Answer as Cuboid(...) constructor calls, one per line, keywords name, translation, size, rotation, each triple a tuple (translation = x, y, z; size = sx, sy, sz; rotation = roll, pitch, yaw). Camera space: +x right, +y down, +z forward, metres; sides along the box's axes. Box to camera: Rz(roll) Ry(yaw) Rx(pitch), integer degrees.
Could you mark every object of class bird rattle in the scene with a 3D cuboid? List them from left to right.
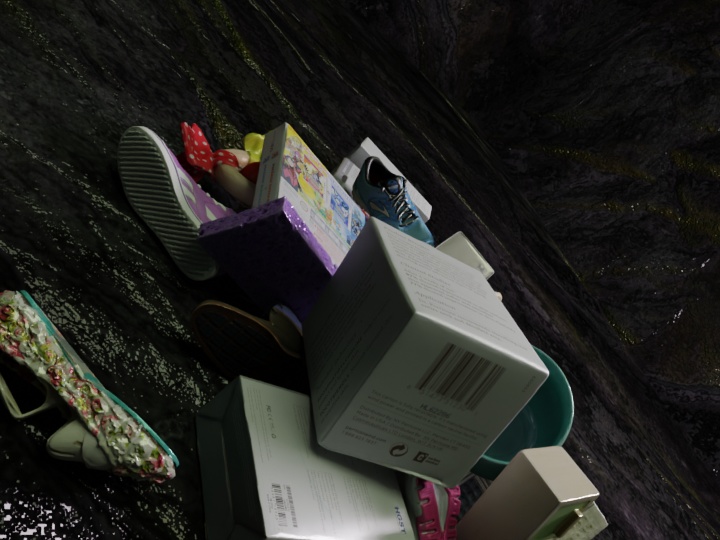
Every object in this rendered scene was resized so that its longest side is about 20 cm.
Cuboid(name="bird rattle", translation=(-0.154, -0.137, 0.861), size=(0.163, 0.113, 0.200), rotation=(38, 15, 19))

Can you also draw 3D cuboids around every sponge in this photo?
Cuboid(name="sponge", translation=(-0.087, 0.002, 0.735), size=(0.200, 0.111, 0.030), rotation=(55, 26, -42))

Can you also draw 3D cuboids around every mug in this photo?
Cuboid(name="mug", translation=(0.172, 0.163, 0.773), size=(0.115, 0.151, 0.186), rotation=(83, 9, -57))

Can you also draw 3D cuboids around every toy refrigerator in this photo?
Cuboid(name="toy refrigerator", translation=(0.156, 0.282, 0.669), size=(0.076, 0.201, 0.070), rotation=(10, 31, -40))

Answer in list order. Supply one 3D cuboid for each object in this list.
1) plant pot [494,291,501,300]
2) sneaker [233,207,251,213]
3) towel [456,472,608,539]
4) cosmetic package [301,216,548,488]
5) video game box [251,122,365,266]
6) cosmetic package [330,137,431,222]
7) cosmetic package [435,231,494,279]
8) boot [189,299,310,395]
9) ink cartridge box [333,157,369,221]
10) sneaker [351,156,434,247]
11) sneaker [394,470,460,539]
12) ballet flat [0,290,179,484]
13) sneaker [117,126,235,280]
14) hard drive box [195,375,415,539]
Cuboid(name="plant pot", translation=(0.150, 0.156, 0.929), size=(0.200, 0.200, 0.185), rotation=(7, 59, -57))
Cuboid(name="sneaker", translation=(-0.109, -0.022, 0.887), size=(0.200, 0.071, 0.076), rotation=(40, 5, -26))
Cuboid(name="towel", translation=(0.183, 0.291, 0.798), size=(0.193, 0.199, 0.035), rotation=(58, -13, 19))
Cuboid(name="cosmetic package", translation=(0.053, 0.081, 0.662), size=(0.167, 0.167, 0.200), rotation=(25, 22, -22))
Cuboid(name="video game box", translation=(-0.061, -0.062, 0.823), size=(0.200, 0.047, 0.183), rotation=(47, 34, -40))
Cuboid(name="cosmetic package", translation=(0.037, -0.153, 1.261), size=(0.200, 0.113, 0.081), rotation=(43, 24, -11))
Cuboid(name="cosmetic package", translation=(0.126, 0.027, 1.031), size=(0.087, 0.103, 0.200), rotation=(52, -19, 8))
Cuboid(name="boot", translation=(-0.117, 0.076, 0.715), size=(0.200, 0.075, 0.097), rotation=(43, 12, -36))
Cuboid(name="ink cartridge box", translation=(-0.005, -0.092, 1.127), size=(0.175, 0.084, 0.200), rotation=(43, 24, -11))
Cuboid(name="sneaker", translation=(0.049, -0.103, 0.997), size=(0.078, 0.090, 0.200), rotation=(-24, 60, -23))
Cuboid(name="sneaker", translation=(0.061, 0.301, 0.666), size=(0.081, 0.088, 0.202), rotation=(18, 61, -36))
Cuboid(name="ballet flat", translation=(-0.229, 0.103, 0.485), size=(0.200, 0.076, 0.064), rotation=(46, 54, 2))
Cuboid(name="sneaker", translation=(-0.213, -0.083, 0.772), size=(0.201, 0.072, 0.114), rotation=(61, 23, -1))
Cuboid(name="hard drive box", translation=(-0.051, 0.207, 0.610), size=(0.199, 0.077, 0.157), rotation=(27, 32, -40))
